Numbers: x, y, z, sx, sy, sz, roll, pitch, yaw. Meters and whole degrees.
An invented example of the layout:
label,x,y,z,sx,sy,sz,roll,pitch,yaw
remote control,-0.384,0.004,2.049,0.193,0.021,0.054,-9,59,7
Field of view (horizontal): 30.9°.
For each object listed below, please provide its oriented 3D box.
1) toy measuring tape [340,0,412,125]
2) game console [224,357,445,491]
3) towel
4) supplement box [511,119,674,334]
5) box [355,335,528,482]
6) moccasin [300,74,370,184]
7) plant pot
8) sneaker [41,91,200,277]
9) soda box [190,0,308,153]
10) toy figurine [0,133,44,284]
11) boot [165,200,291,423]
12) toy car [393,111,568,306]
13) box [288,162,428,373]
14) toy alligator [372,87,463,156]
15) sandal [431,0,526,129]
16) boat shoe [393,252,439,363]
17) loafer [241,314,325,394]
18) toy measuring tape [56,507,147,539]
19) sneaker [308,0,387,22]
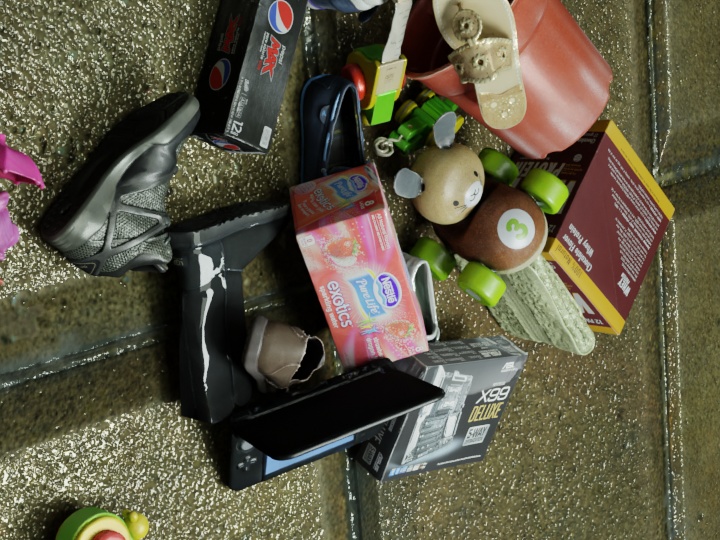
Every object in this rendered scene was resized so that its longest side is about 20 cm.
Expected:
label,x,y,z,sx,sy,sz,roll,pitch,yaw
toy measuring tape,0.019,-0.241,1.422,0.073,0.073,0.201,-38,155,-34
game console,-0.030,0.179,1.364,0.198,0.117,0.177,-18,139,-25
towel,0.200,0.031,1.620,0.037,0.147,0.200,-56,132,-20
supplement box,0.278,-0.058,1.691,0.197,0.132,0.201,43,66,-38
box,0.100,0.162,1.558,0.199,0.050,0.159,-1,120,-48
moccasin,-0.026,-0.112,1.432,0.080,0.068,0.203,-24,112,-39
plant pot,0.176,-0.244,1.499,0.195,0.200,0.202,38,69,-30
sneaker,-0.209,-0.075,1.258,0.200,0.076,0.114,-56,131,-19
soda box,-0.112,-0.224,1.332,0.063,0.070,0.202,21,80,-42
toy figurine,-0.341,-0.025,1.114,0.185,0.149,0.201,-53,150,-37
boot,-0.128,0.039,1.355,0.164,0.065,0.203,-21,111,-45
toy car,0.116,-0.089,1.480,0.165,0.157,0.200,-54,138,-8
box,0.000,0.000,1.406,0.101,0.095,0.202,-16,126,2
toy alligator,0.062,-0.159,1.515,0.200,0.059,0.054,-38,164,-46
sandal,0.134,-0.212,1.344,0.212,0.077,0.070,61,16,-46
boat shoe,0.059,0.077,1.540,0.073,0.066,0.202,-27,116,-38
loafer,-0.073,0.097,1.359,0.200,0.070,0.074,50,54,-79
toy measuring tape,-0.283,0.279,1.226,0.199,0.073,0.074,-30,116,-38
sneaker,0.025,-0.361,1.395,0.081,0.145,0.201,43,67,-38
